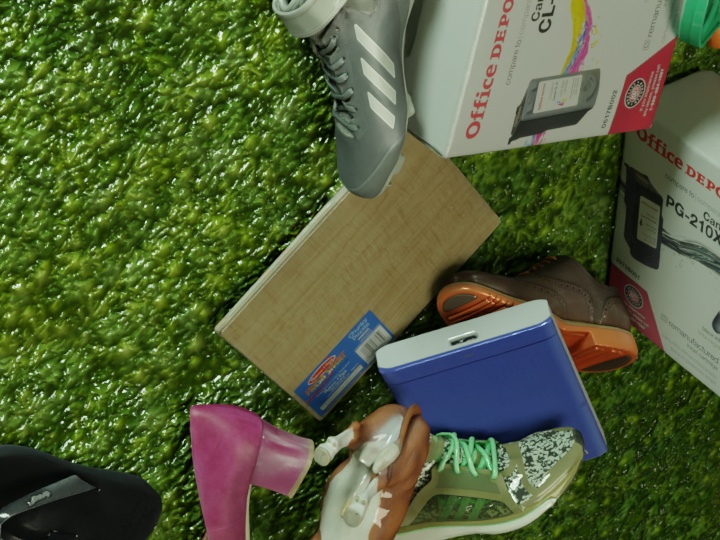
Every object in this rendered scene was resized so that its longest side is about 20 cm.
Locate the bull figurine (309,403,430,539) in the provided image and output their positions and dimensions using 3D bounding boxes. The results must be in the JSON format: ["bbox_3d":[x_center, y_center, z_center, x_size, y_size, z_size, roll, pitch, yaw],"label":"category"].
[{"bbox_3d":[-0.006,0.189,1.542,0.121,0.065,0.201,-22,132,-60],"label":"bull figurine"}]

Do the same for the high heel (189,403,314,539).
[{"bbox_3d":[-0.117,0.183,1.514,0.096,0.067,0.200,21,120,-19],"label":"high heel"}]

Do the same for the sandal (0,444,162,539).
[{"bbox_3d":[-0.207,0.160,1.413,0.199,0.043,0.076,8,114,-45],"label":"sandal"}]

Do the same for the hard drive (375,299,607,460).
[{"bbox_3d":[0.103,0.101,1.608,0.131,0.025,0.200,-17,143,9],"label":"hard drive"}]

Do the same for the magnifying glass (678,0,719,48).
[{"bbox_3d":[0.250,-0.189,1.512,0.200,0.022,0.080,22,88,-75],"label":"magnifying glass"}]

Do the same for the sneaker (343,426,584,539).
[{"bbox_3d":[0.071,0.152,1.596,0.199,0.077,0.089,-20,126,8],"label":"sneaker"}]

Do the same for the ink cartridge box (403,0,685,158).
[{"bbox_3d":[0.121,-0.165,1.432,0.199,0.086,0.148,-12,128,-38],"label":"ink cartridge box"}]

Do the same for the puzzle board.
[{"bbox_3d":[0.000,0.000,1.502,0.200,0.017,0.151,-47,141,-2],"label":"puzzle board"}]

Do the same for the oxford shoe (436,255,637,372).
[{"bbox_3d":[0.130,0.024,1.607,0.071,0.073,0.199,-23,150,38],"label":"oxford shoe"}]

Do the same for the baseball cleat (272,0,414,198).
[{"bbox_3d":[-0.013,-0.140,1.354,0.106,0.070,0.201,-6,115,-31],"label":"baseball cleat"}]

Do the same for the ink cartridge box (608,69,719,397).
[{"bbox_3d":[0.270,-0.030,1.624,0.084,0.145,0.201,-22,132,-27],"label":"ink cartridge box"}]
